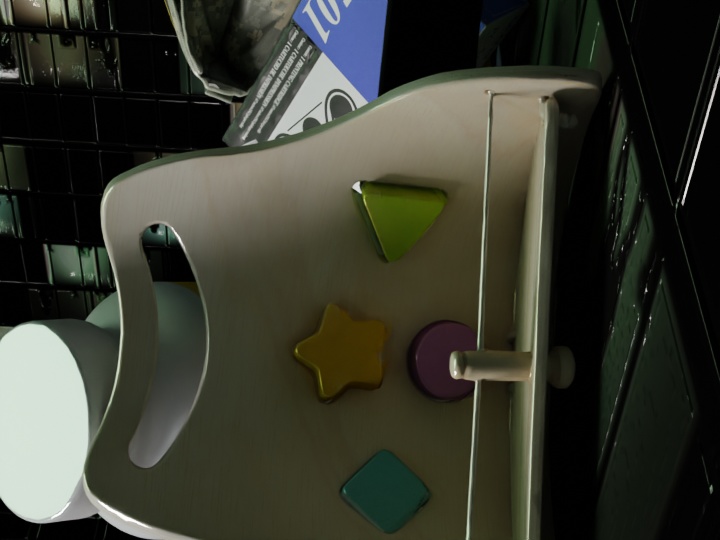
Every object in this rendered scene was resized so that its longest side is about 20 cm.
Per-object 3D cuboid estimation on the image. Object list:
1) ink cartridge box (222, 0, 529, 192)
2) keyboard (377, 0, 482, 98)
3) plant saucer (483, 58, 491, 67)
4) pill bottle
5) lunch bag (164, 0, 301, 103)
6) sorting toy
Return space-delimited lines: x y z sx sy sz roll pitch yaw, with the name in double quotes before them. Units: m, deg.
"ink cartridge box" 0.000 -0.107 0.677 0.044 0.094 0.200 -34 -11 -42
"keyboard" 0.018 -0.025 0.547 0.104 0.039 0.201 -4 -77 -59
"plant saucer" 0.056 -0.089 0.863 0.200 0.048 0.201 -89 2 -45
"pill bottle" -0.065 0.061 0.560 0.200 0.112 0.113 1 -88 -48
"lunch bag" -0.077 -0.222 0.799 0.164 0.117 0.201 -112 38 -67
"sorting toy" -0.011 0.030 0.453 0.107 0.179 0.201 106 168 -86
